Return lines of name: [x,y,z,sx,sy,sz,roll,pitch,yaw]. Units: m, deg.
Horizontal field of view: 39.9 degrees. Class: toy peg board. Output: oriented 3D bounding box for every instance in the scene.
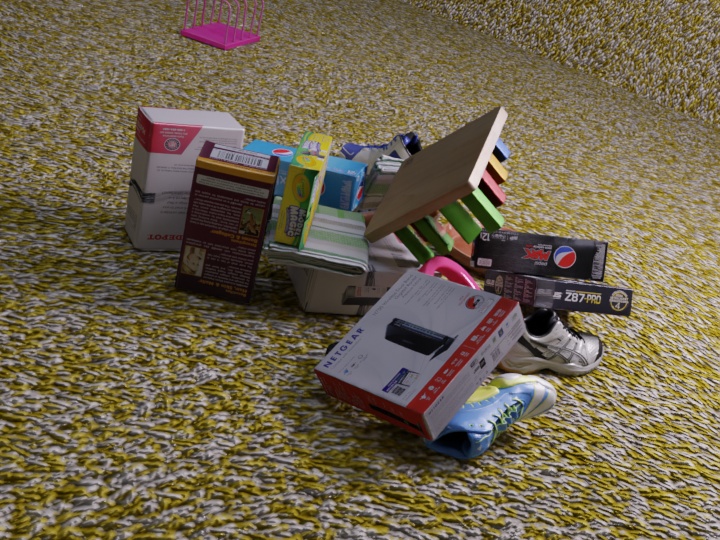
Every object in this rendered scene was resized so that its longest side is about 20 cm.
toy peg board: [0.134,-0.112,1.448,0.098,0.200,0.199,48,41,-19]

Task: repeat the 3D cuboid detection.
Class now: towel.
towel: [-0.063,-0.049,1.440,0.149,0.031,0.200,12,23,-6]
towel: [0.075,-0.118,1.665,0.149,0.200,0.031,12,63,-9]

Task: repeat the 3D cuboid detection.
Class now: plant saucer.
plant saucer: [0.236,-0.033,1.749,0.200,0.032,0.200,13,25,-6]

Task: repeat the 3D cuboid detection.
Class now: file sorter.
file sorter: [-0.365,-0.685,2.660,0.139,0.126,0.200,21,26,14]

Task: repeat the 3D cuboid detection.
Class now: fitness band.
fitness band: [0.129,0.066,1.382,0.144,0.037,0.200,33,38,-25]

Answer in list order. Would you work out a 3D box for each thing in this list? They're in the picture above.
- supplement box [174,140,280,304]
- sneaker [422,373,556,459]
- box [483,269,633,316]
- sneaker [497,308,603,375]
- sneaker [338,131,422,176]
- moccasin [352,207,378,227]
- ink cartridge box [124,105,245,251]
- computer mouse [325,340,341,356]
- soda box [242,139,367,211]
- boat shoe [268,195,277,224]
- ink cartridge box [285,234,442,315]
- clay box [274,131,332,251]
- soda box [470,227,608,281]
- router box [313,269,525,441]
supplement box: [-0.187,-0.067,1.391,0.110,0.200,0.086,12,24,-5]
sneaker: [0.155,0.187,1.212,0.200,0.076,0.105,-4,39,-10]
box: [0.302,0.035,1.543,0.161,0.049,0.200,5,3,-14]
sneaker: [0.283,0.099,1.436,0.200,0.088,0.076,-1,27,-32]
sneaker: [0.063,-0.231,1.965,0.199,0.115,0.081,27,27,25]
moccasin: [0.010,-0.059,1.600,0.201,0.078,0.074,-10,-1,0]
ink cartridge box: [-0.268,-0.136,1.493,0.145,0.200,0.084,0,26,-28]
computer mouse: [0.024,0.108,1.352,0.059,0.034,0.200,6,10,40]
soda box: [-0.094,-0.154,1.601,0.200,0.064,0.068,14,27,13]
boat shoe: [-0.147,-0.108,1.650,0.072,0.071,0.200,29,29,28]
ink cartridge box: [0.000,0.000,1.491,0.200,0.085,0.146,6,26,-20]
clay box: [-0.081,-0.113,1.392,0.048,0.115,0.200,13,23,0]
soda box: [0.273,-0.024,1.523,0.200,0.063,0.071,7,1,1]
router box: [0.073,0.097,1.219,0.179,0.049,0.200,17,52,41]
